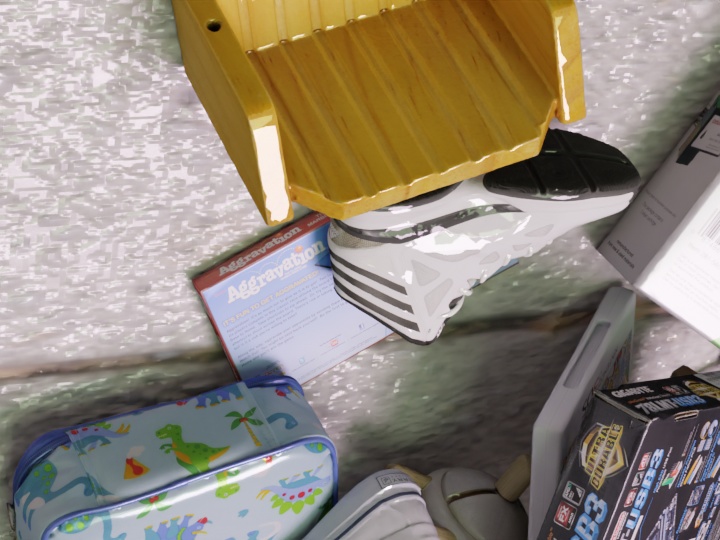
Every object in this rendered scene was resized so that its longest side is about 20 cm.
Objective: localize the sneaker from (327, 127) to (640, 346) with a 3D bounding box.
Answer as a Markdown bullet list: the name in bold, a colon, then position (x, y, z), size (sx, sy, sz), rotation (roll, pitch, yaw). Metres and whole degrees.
- **sneaker**: position (0.072, -0.020, 1.208), size (0.199, 0.076, 0.116), rotation (-7, 129, -15)

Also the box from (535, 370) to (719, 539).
- **box**: position (0.174, 0.167, 1.240), size (0.198, 0.049, 0.202), rotation (-1, 114, -55)

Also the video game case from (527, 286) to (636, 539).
- **video game case**: position (0.147, 0.140, 1.307), size (0.182, 0.023, 0.202), rotation (-52, 148, -54)

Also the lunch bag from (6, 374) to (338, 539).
- **lunch bag**: position (-0.115, 0.158, 1.210), size (0.198, 0.083, 0.162), rotation (-17, 134, -19)

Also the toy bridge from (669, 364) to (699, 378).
- **toy bridge**: position (0.216, 0.099, 1.339), size (0.199, 0.027, 0.068), rotation (-24, 142, -47)

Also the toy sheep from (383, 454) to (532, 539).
- **toy sheep**: position (0.049, 0.194, 1.295), size (0.137, 0.138, 0.200), rotation (24, 122, -35)

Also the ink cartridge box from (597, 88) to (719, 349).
- **ink cartridge box**: position (0.278, -0.043, 1.288), size (0.146, 0.084, 0.201), rotation (34, 98, -21)

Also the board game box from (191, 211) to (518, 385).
- **board game box**: position (0.000, 0.000, 1.228), size (0.199, 0.019, 0.103), rotation (-29, 128, -10)

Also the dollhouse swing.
- **dollhouse swing**: position (0.010, -0.165, 1.056), size (0.198, 0.182, 0.177), rotation (-18, 144, -17)

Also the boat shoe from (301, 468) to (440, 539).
- **boat shoe**: position (-0.027, 0.211, 1.210), size (0.073, 0.067, 0.200), rotation (13, 124, -44)
